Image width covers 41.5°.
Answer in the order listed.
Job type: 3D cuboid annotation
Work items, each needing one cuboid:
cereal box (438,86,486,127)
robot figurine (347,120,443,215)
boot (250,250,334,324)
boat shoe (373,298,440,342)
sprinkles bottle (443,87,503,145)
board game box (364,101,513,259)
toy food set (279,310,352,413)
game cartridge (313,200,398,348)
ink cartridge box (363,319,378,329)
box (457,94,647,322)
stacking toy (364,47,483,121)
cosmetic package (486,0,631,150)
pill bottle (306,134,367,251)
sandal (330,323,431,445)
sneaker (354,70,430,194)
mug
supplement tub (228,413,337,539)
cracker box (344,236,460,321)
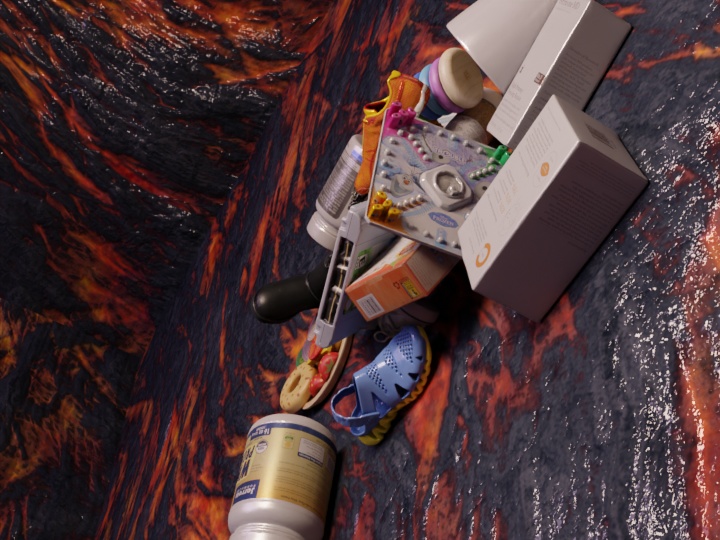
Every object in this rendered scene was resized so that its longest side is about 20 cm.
[{"bbox_3d":[0.123,-0.179,1.463,0.142,0.039,0.203,-6,57,41],"label":"cereal box"},{"bbox_3d":[0.056,-0.131,1.417,0.143,0.058,0.203,-1,61,45],"label":"robot figurine"},{"bbox_3d":[-0.079,0.021,1.650,0.162,0.195,0.075,-38,70,50],"label":"boot"},{"bbox_3d":[0.053,0.068,1.368,0.087,0.074,0.202,-64,16,3],"label":"boat shoe"},{"bbox_3d":[0.139,-0.176,1.338,0.201,0.068,0.068,-51,7,-35],"label":"sprinkles bottle"},{"bbox_3d":[0.113,-0.111,1.213,0.026,0.196,0.203,122,164,-51],"label":"board game box"},{"bbox_3d":[-0.074,0.149,1.680,0.200,0.048,0.201,-42,29,54],"label":"toy food set"},{"bbox_3d":[0.000,0.000,1.313,0.133,0.040,0.204,-30,-41,-58],"label":"game cartridge"},{"bbox_3d":[-0.007,0.031,1.448,0.110,0.050,0.199,-63,-22,8],"label":"ink cartridge box"},{"bbox_3d":[0.206,-0.068,1.056,0.201,0.096,0.125,-56,20,26],"label":"box"},{"bbox_3d":[0.079,-0.240,1.369,0.198,0.085,0.087,-22,43,43],"label":"stacking toy"},{"bbox_3d":[0.248,-0.243,1.208,0.203,0.073,0.102,-63,18,14],"label":"cosmetic package"},{"bbox_3d":[-0.015,-0.140,1.780,0.202,0.112,0.114,-58,18,20],"label":"pill bottle"},{"bbox_3d":[0.026,0.156,1.296,0.202,0.086,0.080,-59,32,23],"label":"sandal"},{"bbox_3d":[0.031,-0.194,1.337,0.202,0.076,0.073,-63,1,36],"label":"sneaker"},{"bbox_3d":[0.217,-0.340,1.309,0.153,0.149,0.188,-43,28,15],"label":"mug"},{"bbox_3d":[-0.115,0.332,1.400,0.144,0.142,0.203,-46,25,46],"label":"supplement tub"},{"bbox_3d":[0.085,-0.025,1.264,0.133,0.058,0.200,-27,15,51],"label":"cracker box"}]
